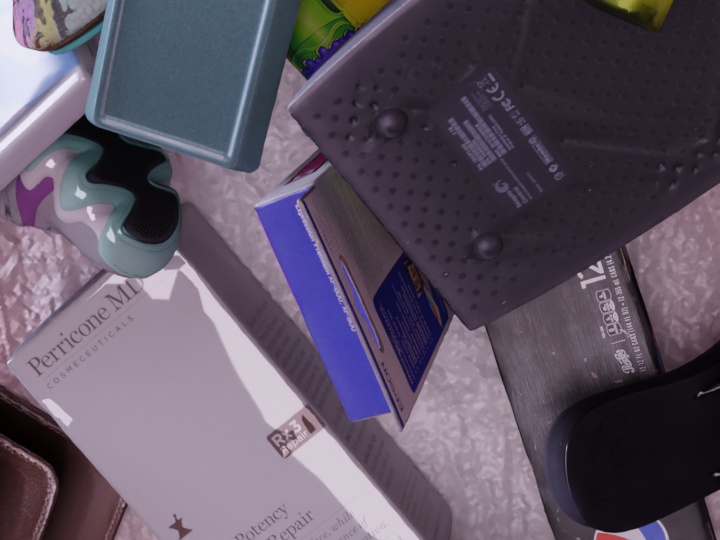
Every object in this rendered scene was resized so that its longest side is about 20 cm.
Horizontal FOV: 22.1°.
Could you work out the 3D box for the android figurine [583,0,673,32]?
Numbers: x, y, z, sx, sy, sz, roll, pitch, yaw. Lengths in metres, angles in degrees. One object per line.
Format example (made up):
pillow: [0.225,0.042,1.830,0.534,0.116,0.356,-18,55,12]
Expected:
android figurine: [0.098,-0.185,0.594,0.182,0.041,0.200,25,94,11]

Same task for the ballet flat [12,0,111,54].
ballet flat: [-0.069,-0.163,0.671,0.200,0.069,0.071,-37,139,14]

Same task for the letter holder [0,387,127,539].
letter holder: [-0.213,0.159,0.875,0.142,0.101,0.200,30,104,-2]

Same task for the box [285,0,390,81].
box: [0.072,-0.133,0.731,0.200,0.122,0.193,-37,117,13]

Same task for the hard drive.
hard drive: [0.086,-0.080,0.669,0.200,0.042,0.135,-35,119,11]

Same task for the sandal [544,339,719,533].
sandal: [0.172,0.057,0.790,0.200,0.043,0.076,-28,103,-22]

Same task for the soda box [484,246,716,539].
soda box: [0.112,0.080,0.835,0.071,0.063,0.200,-16,100,11]

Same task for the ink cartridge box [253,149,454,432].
ink cartridge box: [0.000,0.000,0.760,0.037,0.200,0.095,-22,98,11]

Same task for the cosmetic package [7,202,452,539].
cosmetic package: [-0.057,0.079,0.852,0.102,0.074,0.200,-40,96,13]

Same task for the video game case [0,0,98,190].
video game case: [-0.208,-0.096,0.792,0.200,0.022,0.182,-37,68,27]

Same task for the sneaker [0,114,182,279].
sneaker: [-0.171,-0.037,0.824,0.140,0.078,0.200,-51,62,22]

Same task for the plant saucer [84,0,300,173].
plant saucer: [-0.049,-0.127,0.640,0.070,0.019,0.200,18,121,3]
